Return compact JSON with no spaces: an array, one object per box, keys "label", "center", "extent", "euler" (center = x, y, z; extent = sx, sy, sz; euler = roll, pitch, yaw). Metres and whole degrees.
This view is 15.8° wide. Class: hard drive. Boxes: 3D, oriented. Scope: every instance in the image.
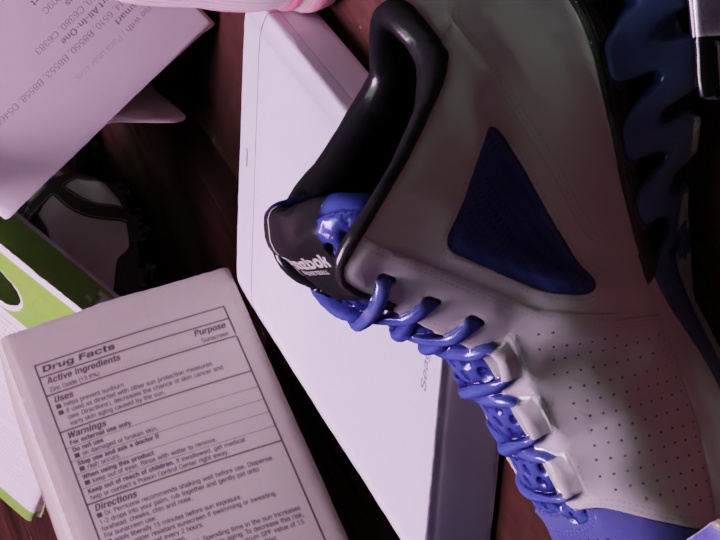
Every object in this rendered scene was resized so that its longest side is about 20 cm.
[{"label":"hard drive","center":[0.000,0.000,0.932],"extent":[0.200,0.027,0.133],"euler":[-127,34,-52]}]

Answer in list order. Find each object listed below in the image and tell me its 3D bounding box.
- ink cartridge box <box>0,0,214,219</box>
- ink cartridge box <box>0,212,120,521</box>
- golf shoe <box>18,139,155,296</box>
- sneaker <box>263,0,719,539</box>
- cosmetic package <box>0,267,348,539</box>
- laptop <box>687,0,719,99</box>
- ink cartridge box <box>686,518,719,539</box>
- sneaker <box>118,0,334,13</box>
[{"label":"ink cartridge box","center":[-0.169,-0.129,1.109],"extent":[0.200,0.125,0.129],"euler":[48,177,-28]},{"label":"ink cartridge box","center":[-0.163,0.006,1.151],"extent":[0.148,0.076,0.200],"euler":[39,148,6]},{"label":"golf shoe","center":[-0.161,-0.019,1.270],"extent":[0.200,0.094,0.078],"euler":[-127,36,-50]},{"label":"sneaker","center":[0.034,0.009,0.706],"extent":[0.081,0.114,0.201],"euler":[-164,64,-69]},{"label":"cosmetic package","center":[-0.062,0.111,1.008],"extent":[0.087,0.103,0.201],"euler":[88,162,-54]},{"label":"laptop","center":[0.124,-0.137,0.563],"extent":[0.200,0.115,0.189],"euler":[-55,-38,-77]},{"label":"ink cartridge box","center":[0.087,0.189,0.676],"extent":[0.201,0.040,0.200],"euler":[62,153,15]},{"label":"sneaker","center":[-0.073,-0.188,0.947],"extent":[0.075,0.104,0.201],"euler":[142,119,-69]}]
